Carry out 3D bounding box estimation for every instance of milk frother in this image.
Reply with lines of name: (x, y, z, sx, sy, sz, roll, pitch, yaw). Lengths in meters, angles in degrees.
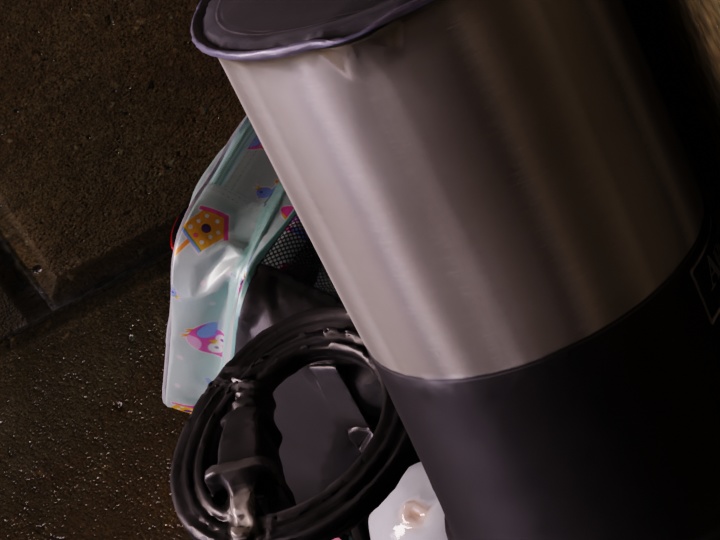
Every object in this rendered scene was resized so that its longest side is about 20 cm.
milk frother: (0.002, -0.008, 0.624, 0.181, 0.199, 0.189, -106, -10, -66)

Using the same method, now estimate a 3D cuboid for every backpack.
backpack: (0.000, 0.000, 0.967, 0.153, 0.200, 0.176, 28, 144, 16)

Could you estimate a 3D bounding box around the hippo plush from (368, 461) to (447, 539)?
hippo plush: (0.093, 0.131, 0.898, 0.201, 0.160, 0.159, 64, 180, 4)

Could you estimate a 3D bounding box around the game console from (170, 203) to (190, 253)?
game console: (0.012, 0.002, 1.095, 0.177, 0.199, 0.031, -118, 16, -45)

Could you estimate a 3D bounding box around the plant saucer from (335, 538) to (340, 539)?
plant saucer: (0.054, 0.094, 1.088, 0.201, 0.200, 0.051, -115, 0, -73)
